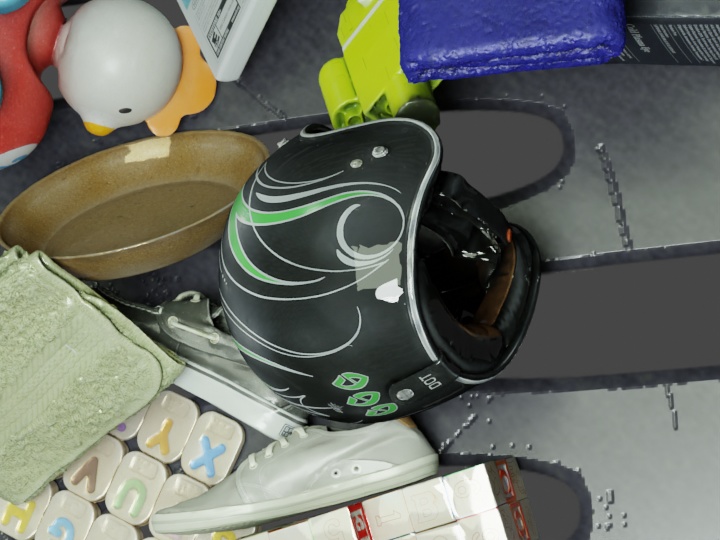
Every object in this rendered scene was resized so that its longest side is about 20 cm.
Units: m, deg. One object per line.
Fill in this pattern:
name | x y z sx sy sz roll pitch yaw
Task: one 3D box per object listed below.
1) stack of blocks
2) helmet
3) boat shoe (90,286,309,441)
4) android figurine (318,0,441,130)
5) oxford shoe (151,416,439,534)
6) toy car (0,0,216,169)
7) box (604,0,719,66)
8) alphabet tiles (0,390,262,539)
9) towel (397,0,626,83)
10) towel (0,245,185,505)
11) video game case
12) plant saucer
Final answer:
stack of blocks | 0.004 0.179 1.246 0.199 0.115 0.059 -19 83 16
helmet | 0.000 0.000 1.255 0.190 0.200 0.201 -4 76 37
boat shoe | -0.115 0.051 1.356 0.199 0.071 0.064 27 89 16
android figurine | 0.037 -0.177 1.311 0.182 0.041 0.200 -49 32 24
oxford shoe | -0.047 0.137 1.297 0.199 0.075 0.058 -17 84 6
toy car | -0.207 -0.142 1.405 0.199 0.184 0.178 17 84 -5
box | 0.209 -0.243 1.272 0.181 0.104 0.201 4 80 24
alphabet tiles | -0.169 0.178 1.375 0.199 0.015 0.196 24 88 24
towel | 0.098 -0.213 1.212 0.147 0.050 0.201 -5 65 19
towel | -0.232 0.076 1.323 0.200 0.148 0.037 -38 23 32
video game case | -0.093 -0.269 1.367 0.183 0.024 0.200 63 141 30
plant saucer | -0.156 -0.041 1.352 0.199 0.200 0.036 -5 117 21
